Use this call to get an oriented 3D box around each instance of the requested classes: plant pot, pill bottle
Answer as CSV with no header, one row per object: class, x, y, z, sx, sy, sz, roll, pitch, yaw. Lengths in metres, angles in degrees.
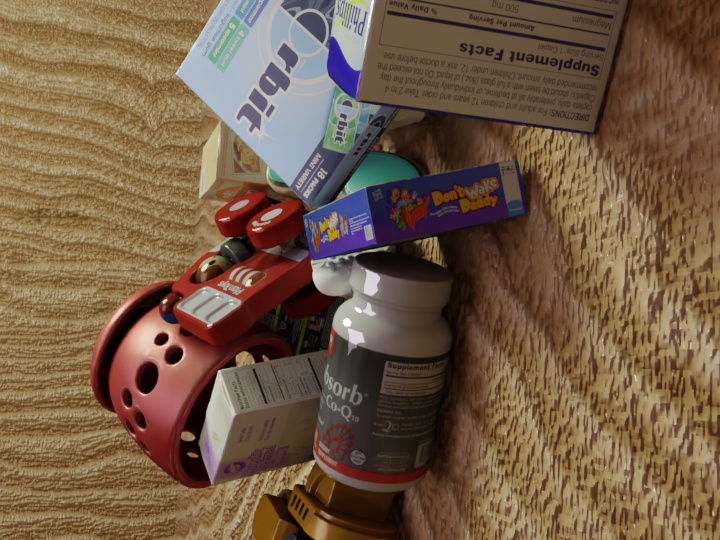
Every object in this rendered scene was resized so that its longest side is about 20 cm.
plant pot,-0.207,0.125,1.074,0.181,0.200,0.203,27,119,27
pill bottle,0.024,0.092,0.854,0.116,0.114,0.203,-133,50,-67

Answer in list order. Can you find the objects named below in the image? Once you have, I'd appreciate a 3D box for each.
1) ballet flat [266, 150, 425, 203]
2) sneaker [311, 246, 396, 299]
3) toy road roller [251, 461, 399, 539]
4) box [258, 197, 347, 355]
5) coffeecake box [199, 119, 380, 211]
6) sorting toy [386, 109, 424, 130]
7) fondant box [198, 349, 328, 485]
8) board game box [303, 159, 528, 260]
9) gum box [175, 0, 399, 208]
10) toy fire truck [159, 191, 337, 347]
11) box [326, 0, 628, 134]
ballet flat,-0.010,-0.097,1.004,0.063,0.198,0.069,49,-122,-56
sneaker,0.000,0.000,0.955,0.200,0.075,0.082,-43,-42,-68
toy road roller,-0.027,0.262,0.984,0.200,0.122,0.148,14,86,70
box,-0.078,0.024,1.126,0.044,0.158,0.202,-65,-8,-58
coffeecake box,-0.092,-0.123,1.143,0.153,0.197,0.074,164,110,-72
sorting toy,0.052,-0.241,0.922,0.200,0.069,0.202,-170,84,-72
fondant box,-0.063,0.150,0.972,0.059,0.197,0.145,64,149,32
board game box,0.039,-0.048,0.798,0.200,0.133,0.045,169,89,-72
gum box,-0.057,-0.187,0.844,0.200,0.044,0.170,45,110,17
toy fire truck,-0.132,0.008,0.980,0.199,0.167,0.113,16,135,55
box,0.084,-0.210,0.619,0.105,0.181,0.203,-128,45,-63
